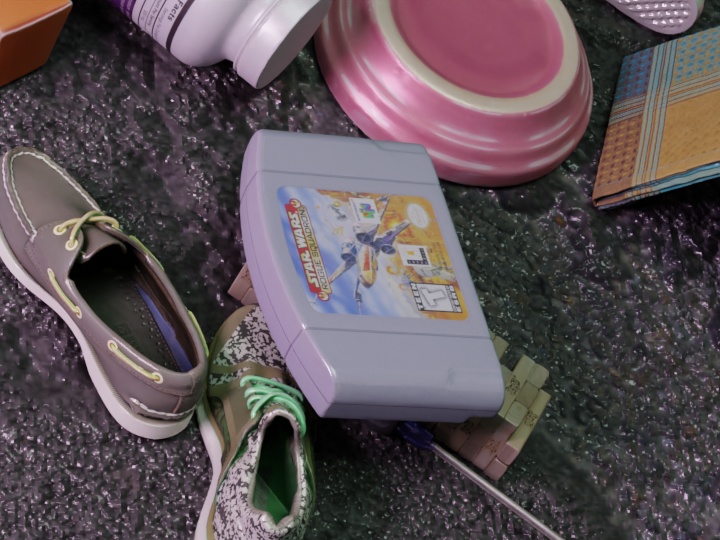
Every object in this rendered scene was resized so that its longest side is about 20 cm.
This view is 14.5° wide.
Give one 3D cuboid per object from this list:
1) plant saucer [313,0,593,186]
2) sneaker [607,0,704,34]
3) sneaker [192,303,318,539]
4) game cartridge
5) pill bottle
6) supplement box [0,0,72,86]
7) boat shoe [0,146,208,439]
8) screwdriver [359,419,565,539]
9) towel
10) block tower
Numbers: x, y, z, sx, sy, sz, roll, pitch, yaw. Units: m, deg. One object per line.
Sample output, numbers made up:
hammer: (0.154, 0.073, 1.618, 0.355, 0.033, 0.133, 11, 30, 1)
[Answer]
plant saucer: (0.068, -0.150, 1.880, 0.200, 0.051, 0.201, 13, 51, -16)
sneaker: (0.170, -0.261, 1.996, 0.200, 0.075, 0.105, 36, 52, -8)
sneaker: (-0.048, 0.094, 1.613, 0.077, 0.089, 0.201, 12, 51, -18)
game cartridge: (0.000, 0.000, 1.668, 0.133, 0.042, 0.201, 6, 49, -30)
pill bottle: (-0.117, -0.208, 1.791, 0.200, 0.113, 0.112, 40, 48, 6)
supplement box: (-0.268, -0.206, 1.747, 0.200, 0.067, 0.069, 48, 50, 12)
boat shoe: (-0.152, 0.002, 1.650, 0.072, 0.060, 0.202, -21, 67, -36)
screwdriver: (0.056, 0.113, 1.694, 0.200, 0.028, 0.029, 35, 20, -1)
towel: (0.250, -0.116, 1.864, 0.022, 0.199, 0.147, 49, 40, -32)
block tower: (0.021, 0.040, 1.712, 0.200, 0.054, 0.058, 34, 47, 0)
